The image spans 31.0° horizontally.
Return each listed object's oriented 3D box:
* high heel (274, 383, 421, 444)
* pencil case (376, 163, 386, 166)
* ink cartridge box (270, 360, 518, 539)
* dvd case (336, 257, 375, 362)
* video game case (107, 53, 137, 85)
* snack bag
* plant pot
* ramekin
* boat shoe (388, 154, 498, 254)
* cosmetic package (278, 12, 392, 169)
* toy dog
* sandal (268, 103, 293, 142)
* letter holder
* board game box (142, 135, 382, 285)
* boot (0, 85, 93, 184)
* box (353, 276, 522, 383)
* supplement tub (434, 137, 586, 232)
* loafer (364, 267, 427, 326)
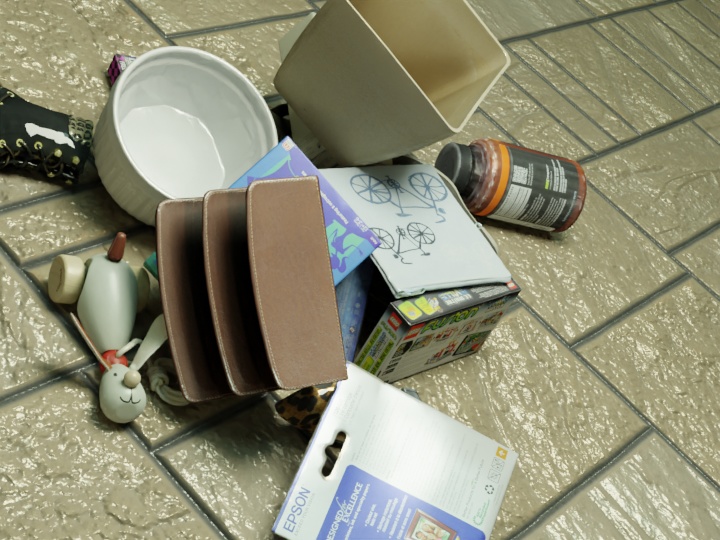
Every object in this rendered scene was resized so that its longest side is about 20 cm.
[{"bbox_3d":[0.016,0.176,1.309,0.200,0.071,0.143,6,40,-39],"label":"high heel"},{"bbox_3d":[0.067,-0.034,1.565,0.200,0.083,0.087,46,41,3],"label":"pencil case"},{"bbox_3d":[0.034,0.217,1.249,0.200,0.047,0.198,27,57,-3],"label":"ink cartridge box"},{"bbox_3d":[-0.086,0.017,1.396,0.200,0.018,0.143,17,81,-20],"label":"dvd case"},{"bbox_3d":[-0.207,-0.182,1.609,0.181,0.036,0.200,7,42,-32],"label":"video game case"},{"bbox_3d":[0.061,-0.048,1.475,0.188,0.021,0.200,-6,51,-41],"label":"snack bag"},{"bbox_3d":[0.021,-0.236,1.498,0.200,0.177,0.200,50,41,-11],"label":"plant pot"},{"bbox_3d":[-0.204,-0.139,1.455,0.200,0.105,0.201,15,61,-28],"label":"ramekin"},{"bbox_3d":[0.100,-0.063,1.624,0.200,0.067,0.057,45,44,-21],"label":"boat shoe"},{"bbox_3d":[-0.033,-0.211,1.625,0.103,0.073,0.200,15,55,-41],"label":"cosmetic package"},{"bbox_3d":[-0.234,0.043,1.267,0.132,0.096,0.200,-13,54,-44],"label":"toy dog"},{"bbox_3d":[-0.088,-0.184,1.644,0.200,0.054,0.080,24,32,-52],"label":"sandal"},{"bbox_3d":[-0.109,0.019,1.246,0.142,0.101,0.200,-7,87,-34],"label":"letter holder"},{"bbox_3d":[-0.101,-0.017,1.348,0.200,0.045,0.152,-43,94,-12],"label":"board game box"},{"bbox_3d":[-0.371,-0.126,1.394,0.153,0.074,0.204,20,38,-20],"label":"boot"},{"bbox_3d":[0.087,0.065,1.460,0.200,0.110,0.035,-14,55,-45],"label":"box"},{"bbox_3d":[0.201,-0.120,1.769,0.200,0.107,0.107,12,40,-25],"label":"supplement tub"},{"bbox_3d":[0.000,0.000,1.469,0.200,0.071,0.073,27,38,-8],"label":"loafer"}]
